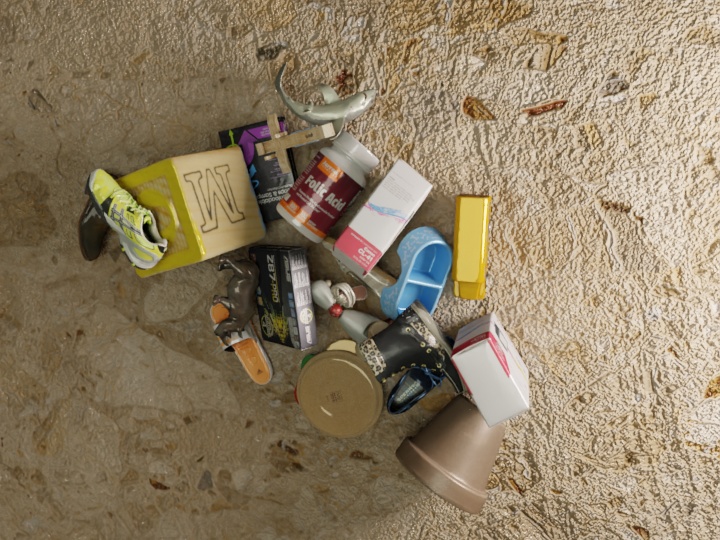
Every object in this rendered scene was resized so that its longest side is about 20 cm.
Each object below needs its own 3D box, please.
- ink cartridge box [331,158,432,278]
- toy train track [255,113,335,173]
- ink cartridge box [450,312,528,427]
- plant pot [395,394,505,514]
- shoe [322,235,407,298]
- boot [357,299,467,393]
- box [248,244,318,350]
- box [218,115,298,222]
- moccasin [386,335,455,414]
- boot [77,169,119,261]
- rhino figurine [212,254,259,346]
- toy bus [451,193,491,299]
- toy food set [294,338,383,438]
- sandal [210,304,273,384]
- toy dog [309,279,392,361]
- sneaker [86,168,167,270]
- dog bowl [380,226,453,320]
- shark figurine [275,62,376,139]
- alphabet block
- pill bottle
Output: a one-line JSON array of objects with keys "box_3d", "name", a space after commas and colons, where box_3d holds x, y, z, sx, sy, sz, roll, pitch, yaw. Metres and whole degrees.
[{"box_3d": [0.037, -0.092, 1.319, 0.085, 0.148, 0.201, 39, 85, 2], "name": "ink cartridge box"}, {"box_3d": [-0.134, -0.246, 1.348, 0.198, 0.032, 0.116, -6, 105, 39], "name": "toy train track"}, {"box_3d": [0.244, 0.177, 1.319, 0.085, 0.200, 0.149, -30, 93, 17], "name": "ink cartridge box"}, {"box_3d": [0.195, 0.347, 1.398, 0.199, 0.200, 0.176, 34, 88, 6], "name": "plant pot"}, {"box_3d": [0.000, 0.000, 1.418, 0.199, 0.070, 0.054, 35, 88, 3], "name": "shoe"}, {"box_3d": [0.102, 0.177, 1.359, 0.153, 0.073, 0.205, -32, 103, -2], "name": "boot"}, {"box_3d": [-0.158, 0.051, 1.442, 0.160, 0.049, 0.203, 6, 106, 50], "name": "box"}, {"box_3d": [-0.201, -0.199, 1.450, 0.141, 0.036, 0.202, -10, 101, 16], "name": "box"}, {"box_3d": [0.128, 0.222, 1.434, 0.080, 0.068, 0.201, 36, 105, 5], "name": "moccasin"}, {"box_3d": [-0.549, -0.110, 1.538, 0.096, 0.075, 0.203, 14, 102, 14], "name": "boot"}, {"box_3d": [-0.260, 0.065, 1.457, 0.086, 0.060, 0.202, 8, 106, -12], "name": "rhino figurine"}, {"box_3d": [0.212, -0.043, 1.354, 0.064, 0.078, 0.203, 5, 102, 13], "name": "toy bus"}, {"box_3d": [-0.046, 0.257, 1.497, 0.197, 0.049, 0.201, -31, 93, 18], "name": "toy food set"}, {"box_3d": [-0.257, 0.158, 1.525, 0.079, 0.059, 0.208, -31, 92, 18], "name": "sandal"}, {"box_3d": [-0.005, 0.083, 1.426, 0.131, 0.096, 0.201, -14, 115, 46], "name": "toy dog"}, {"box_3d": [-0.419, -0.103, 1.294, 0.076, 0.075, 0.201, -29, 99, 26], "name": "sneaker"}, {"box_3d": [0.113, 0.017, 1.376, 0.110, 0.050, 0.202, 11, 107, -29], "name": "dog bowl"}, {"box_3d": [-0.085, -0.306, 1.371, 0.212, 0.090, 0.130, 15, 76, 10], "name": "shark figurine"}, {"box_3d": [-0.335, -0.117, 1.394, 0.194, 0.200, 0.199, -15, 97, 32], "name": "alphabet block"}, {"box_3d": [-0.061, -0.164, 1.370, 0.114, 0.114, 0.201, 39, 96, 4], "name": "pill bottle"}]
